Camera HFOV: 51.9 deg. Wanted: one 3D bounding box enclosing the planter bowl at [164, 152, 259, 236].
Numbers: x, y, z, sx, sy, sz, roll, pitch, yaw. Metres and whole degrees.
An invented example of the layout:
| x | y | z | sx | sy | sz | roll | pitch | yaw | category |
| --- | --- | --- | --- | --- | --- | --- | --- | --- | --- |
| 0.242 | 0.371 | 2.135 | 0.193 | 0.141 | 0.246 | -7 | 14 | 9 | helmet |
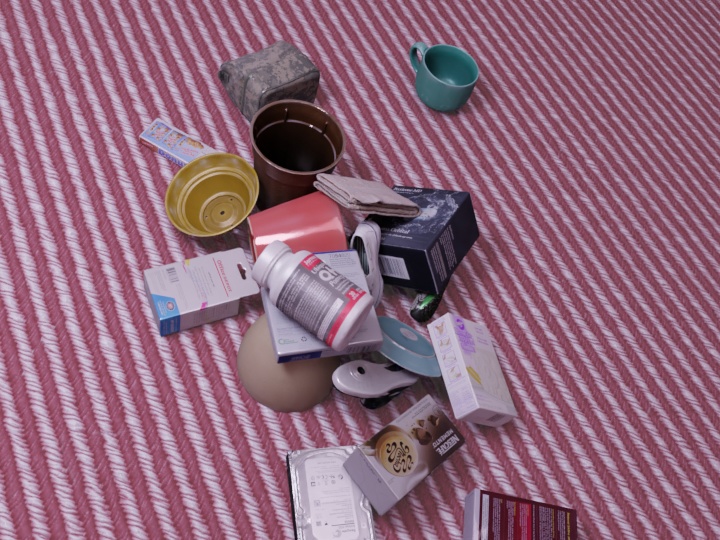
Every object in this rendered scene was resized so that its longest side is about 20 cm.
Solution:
| x | y | z | sx | sy | sz | roll | pitch | yaw | category |
| --- | --- | --- | --- | --- | --- | --- | --- | --- | --- |
| -0.296 | -0.138 | 1.531 | 0.197 | 0.084 | 0.203 | -4 | 62 | 7 | planter bowl |

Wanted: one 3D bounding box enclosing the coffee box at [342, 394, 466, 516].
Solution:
| x | y | z | sx | sy | sz | roll | pitch | yaw | category |
| --- | --- | --- | --- | --- | --- | --- | --- | --- | --- |
| 0.081 | 0.326 | 1.321 | 0.199 | 0.080 | 0.113 | -26 | 69 | -41 | coffee box |

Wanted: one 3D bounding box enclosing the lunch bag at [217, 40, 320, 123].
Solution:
| x | y | z | sx | sy | sz | roll | pitch | yaw | category |
| --- | --- | --- | --- | --- | --- | --- | --- | --- | --- |
| -0.215 | -0.451 | 1.744 | 0.199 | 0.140 | 0.168 | -31 | 70 | -31 | lunch bag |

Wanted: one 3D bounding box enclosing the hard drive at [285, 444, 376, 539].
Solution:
| x | y | z | sx | sy | sz | roll | pitch | yaw | category |
| --- | --- | --- | --- | --- | --- | --- | --- | --- | --- |
| -0.051 | 0.408 | 1.282 | 0.138 | 0.038 | 0.202 | 0 | 58 | -15 | hard drive |

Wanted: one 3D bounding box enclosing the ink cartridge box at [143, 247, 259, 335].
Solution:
| x | y | z | sx | sy | sz | roll | pitch | yaw | category |
| --- | --- | --- | --- | --- | --- | --- | --- | --- | --- |
| -0.308 | 0.039 | 1.436 | 0.198 | 0.068 | 0.116 | -15 | 62 | -23 | ink cartridge box |

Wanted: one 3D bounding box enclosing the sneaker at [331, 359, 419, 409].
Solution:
| x | y | z | sx | sy | sz | roll | pitch | yaw | category |
| --- | --- | --- | --- | --- | --- | --- | --- | --- | --- |
| 0.012 | 0.222 | 1.368 | 0.198 | 0.112 | 0.074 | 0 | 52 | -40 | sneaker |

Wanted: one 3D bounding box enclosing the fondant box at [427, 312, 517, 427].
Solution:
| x | y | z | sx | sy | sz | roll | pitch | yaw | category |
| --- | --- | --- | --- | --- | --- | --- | --- | --- | --- |
| 0.218 | 0.195 | 1.444 | 0.143 | 0.058 | 0.202 | 21 | 44 | -46 | fondant box |

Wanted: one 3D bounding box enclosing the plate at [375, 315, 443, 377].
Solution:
| x | y | z | sx | sy | sz | roll | pitch | yaw | category |
| --- | --- | --- | --- | --- | --- | --- | --- | --- | --- |
| 0.082 | 0.136 | 1.433 | 0.198 | 0.026 | 0.200 | 27 | 16 | -8 | plate |

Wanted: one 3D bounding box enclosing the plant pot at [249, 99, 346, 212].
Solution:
| x | y | z | sx | sy | sz | roll | pitch | yaw | category |
| --- | --- | --- | --- | --- | --- | --- | --- | --- | --- |
| -0.146 | -0.220 | 1.573 | 0.197 | 0.199 | 0.203 | 7 | 56 | -11 | plant pot |

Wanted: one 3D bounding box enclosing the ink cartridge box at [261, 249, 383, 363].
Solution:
| x | y | z | sx | sy | sz | roll | pitch | yaw | category |
| --- | --- | --- | --- | --- | --- | --- | --- | --- | --- |
| -0.076 | 0.061 | 1.337 | 0.197 | 0.041 | 0.202 | -5 | 58 | -18 | ink cartridge box |

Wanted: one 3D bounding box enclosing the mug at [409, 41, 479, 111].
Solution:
| x | y | z | sx | sy | sz | roll | pitch | yaw | category |
| --- | --- | --- | --- | --- | --- | --- | --- | --- | --- |
| 0.212 | -0.497 | 1.908 | 0.150 | 0.115 | 0.187 | -5 | 58 | -18 | mug |

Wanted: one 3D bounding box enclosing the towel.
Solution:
| x | y | z | sx | sy | sz | roll | pitch | yaw | category |
| --- | --- | --- | --- | --- | --- | --- | --- | --- | --- |
| 0.015 | -0.149 | 1.461 | 0.198 | 0.035 | 0.132 | 1 | 28 | -45 | towel |

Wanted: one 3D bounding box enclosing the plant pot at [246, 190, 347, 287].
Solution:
| x | y | z | sx | sy | sz | roll | pitch | yaw | category |
| --- | --- | --- | --- | --- | --- | --- | --- | --- | --- |
| -0.129 | -0.052 | 1.482 | 0.175 | 0.201 | 0.202 | -10 | 60 | -12 | plant pot |

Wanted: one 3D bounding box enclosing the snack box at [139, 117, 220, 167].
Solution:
| x | y | z | sx | sy | sz | roll | pitch | yaw | category |
| --- | --- | --- | --- | --- | --- | --- | --- | --- | --- |
| -0.389 | -0.266 | 1.643 | 0.198 | 0.024 | 0.072 | 29 | 55 | 5 | snack box |

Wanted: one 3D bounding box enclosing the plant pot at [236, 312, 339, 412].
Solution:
| x | y | z | sx | sy | sz | roll | pitch | yaw | category |
| --- | --- | --- | --- | --- | --- | --- | --- | --- | --- |
| -0.125 | 0.143 | 1.378 | 0.197 | 0.135 | 0.202 | 8 | 55 | -11 | plant pot |

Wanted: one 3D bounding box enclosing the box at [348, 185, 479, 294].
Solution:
| x | y | z | sx | sy | sz | roll | pitch | yaw | category |
| --- | --- | --- | --- | --- | --- | --- | --- | --- | --- |
| 0.113 | -0.070 | 1.543 | 0.195 | 0.118 | 0.200 | 10 | 45 | 36 | box |

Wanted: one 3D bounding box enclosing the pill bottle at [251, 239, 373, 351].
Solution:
| x | y | z | sx | sy | sz | roll | pitch | yaw | category |
| --- | --- | --- | --- | --- | --- | --- | --- | --- | --- |
| -0.084 | 0.037 | 1.256 | 0.199 | 0.111 | 0.111 | 35 | 55 | 9 | pill bottle |

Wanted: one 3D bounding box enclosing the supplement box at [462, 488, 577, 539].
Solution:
| x | y | z | sx | sy | sz | roll | pitch | yaw | category |
| --- | --- | --- | --- | --- | --- | --- | --- | --- | --- |
| 0.285 | 0.468 | 1.319 | 0.197 | 0.061 | 0.110 | 14 | 55 | -5 | supplement box |

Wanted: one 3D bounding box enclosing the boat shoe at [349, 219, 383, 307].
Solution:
| x | y | z | sx | sy | sz | roll | pitch | yaw | category |
| --- | --- | --- | --- | --- | --- | --- | --- | --- | --- |
| 0.000 | 0.000 | 1.473 | 0.073 | 0.202 | 0.067 | 12 | 31 | 27 | boat shoe |

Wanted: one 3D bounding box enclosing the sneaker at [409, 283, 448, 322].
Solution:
| x | y | z | sx | sy | sz | roll | pitch | yaw | category |
| --- | --- | --- | --- | --- | --- | --- | --- | --- | --- |
| 0.140 | 0.031 | 1.571 | 0.084 | 0.079 | 0.201 | 21 | 45 | 8 | sneaker |
